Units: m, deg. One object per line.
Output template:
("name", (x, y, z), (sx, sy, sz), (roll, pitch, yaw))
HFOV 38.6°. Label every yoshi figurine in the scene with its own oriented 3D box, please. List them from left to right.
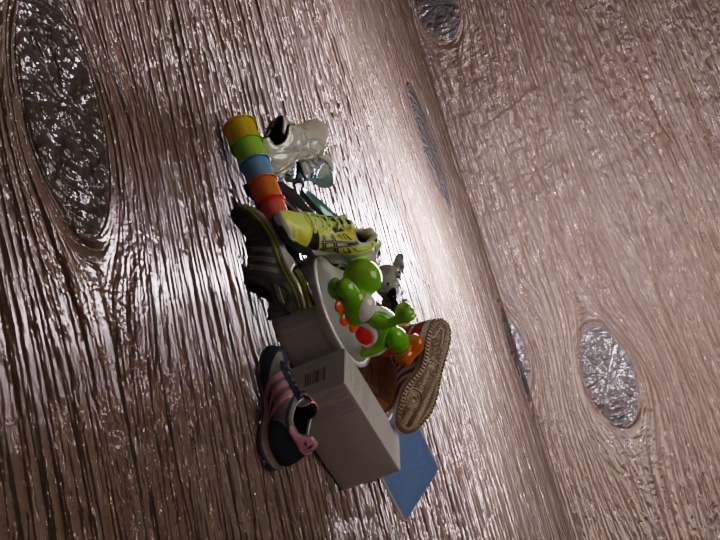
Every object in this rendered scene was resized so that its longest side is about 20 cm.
("yoshi figurine", (0.026, 0.055, 1.611), (0.200, 0.112, 0.113), (49, 21, -40))

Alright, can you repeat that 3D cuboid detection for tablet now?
("tablet", (0.075, 0.332, 1.805), (0.130, 0.014, 0.201), (-51, 132, -33))

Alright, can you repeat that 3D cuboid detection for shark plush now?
("shark plush", (0.067, 0.037, 1.857), (0.084, 0.090, 0.200), (65, -6, -18))

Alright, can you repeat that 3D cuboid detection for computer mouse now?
("computer mouse", (-0.097, -0.106, 1.710), (0.199, 0.046, 0.141), (33, 13, -5))

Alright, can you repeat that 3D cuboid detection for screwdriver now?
("screwdriver", (-0.129, -0.057, 1.655), (0.200, 0.028, 0.029), (-120, -173, -51))

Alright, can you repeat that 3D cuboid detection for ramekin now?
("ramekin", (-0.068, 0.073, 1.647), (0.201, 0.097, 0.201), (-90, 154, -53))

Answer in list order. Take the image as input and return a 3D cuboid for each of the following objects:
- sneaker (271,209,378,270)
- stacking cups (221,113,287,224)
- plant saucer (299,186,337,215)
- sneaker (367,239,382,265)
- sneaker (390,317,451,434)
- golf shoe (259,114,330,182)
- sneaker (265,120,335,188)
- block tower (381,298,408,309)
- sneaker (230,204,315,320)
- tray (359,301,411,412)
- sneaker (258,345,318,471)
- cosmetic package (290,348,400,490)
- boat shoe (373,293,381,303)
("sneaker", (-0.055, -0.062, 1.574), (0.199, 0.076, 0.076), (19, 33, -48))
("stacking cups", (-0.159, -0.156, 1.623), (0.201, 0.060, 0.060), (63, 12, 28))
("plant saucer", (-0.048, -0.073, 1.900), (0.200, 0.036, 0.200), (44, 6, -6))
("sneaker", (0.000, 0.000, 1.804), (0.075, 0.087, 0.200), (51, -17, 11))
("sneaker", (0.075, 0.175, 1.693), (0.071, 0.112, 0.201), (35, 64, -29))
("golf shoe", (-0.114, -0.227, 1.755), (0.200, 0.078, 0.098), (-50, 144, -47))
("sneaker", (-0.114, -0.190, 1.900), (0.200, 0.077, 0.087), (37, 47, -50))
("block tower", (0.066, 0.156, 1.943), (0.058, 0.053, 0.202), (-53, 142, -81))
("sneaker", (-0.148, -0.014, 1.537), (0.201, 0.081, 0.074), (55, -14, 23))
("tray", (0.027, 0.142, 1.757), (0.098, 0.037, 0.201), (34, 39, -13))
("sneaker", (-0.096, 0.183, 1.443), (0.070, 0.081, 0.201), (51, 23, -45))
("cosmetic package", (-0.026, 0.231, 1.572), (0.085, 0.107, 0.201), (-90, 156, -55))
("boat shoe", (-0.004, 0.086, 1.904), (0.200, 0.068, 0.085), (-66, 142, -67))
